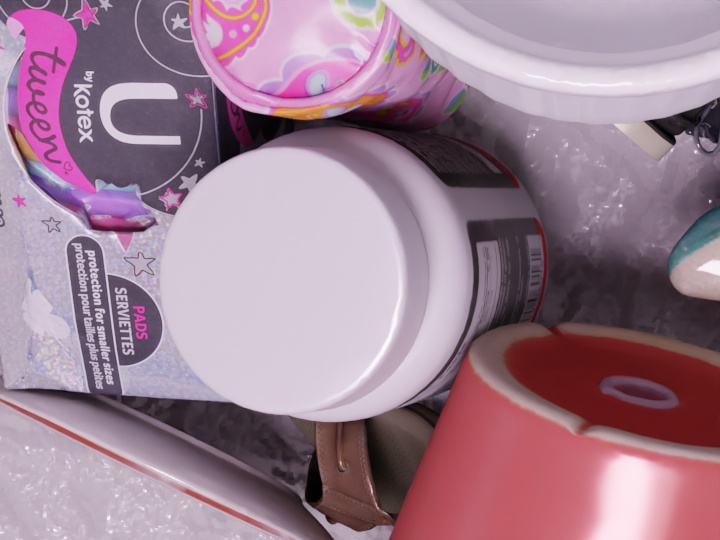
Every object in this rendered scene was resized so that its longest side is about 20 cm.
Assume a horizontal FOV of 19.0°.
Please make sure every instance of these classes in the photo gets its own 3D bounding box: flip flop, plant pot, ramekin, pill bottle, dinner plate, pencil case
[{"bbox_3d":[-0.008,0.081,0.982,0.200,0.057,0.081,44,145,28],"label":"flip flop"},{"bbox_3d":[0.092,0.126,0.832,0.199,0.201,0.179,10,106,-2],"label":"plant pot"},{"bbox_3d":[0.082,-0.144,0.711,0.199,0.098,0.202,-1,80,5],"label":"ramekin"},{"bbox_3d":[0.000,0.000,0.860,0.113,0.200,0.115,1,92,18],"label":"pill bottle"},{"bbox_3d":[-0.091,0.088,1.001,0.199,0.200,0.024,28,80,-11],"label":"dinner plate"},{"bbox_3d":[-0.004,-0.100,0.862,0.087,0.200,0.088,1,93,14],"label":"pencil case"}]

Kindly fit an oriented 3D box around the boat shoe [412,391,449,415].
[{"bbox_3d":[0.056,0.066,1.029,0.064,0.075,0.203,-11,121,3],"label":"boat shoe"}]

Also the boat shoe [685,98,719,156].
[{"bbox_3d":[0.162,-0.090,0.939,0.199,0.062,0.075,12,121,-1],"label":"boat shoe"}]

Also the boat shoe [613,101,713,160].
[{"bbox_3d":[0.069,-0.132,0.878,0.201,0.074,0.063,40,105,-8],"label":"boat shoe"}]

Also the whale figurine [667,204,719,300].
[{"bbox_3d":[0.206,-0.063,0.872,0.158,0.104,0.200,11,137,-43],"label":"whale figurine"}]

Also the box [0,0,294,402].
[{"bbox_3d":[-0.094,-0.061,0.927,0.114,0.132,0.201,2,119,11],"label":"box"}]
